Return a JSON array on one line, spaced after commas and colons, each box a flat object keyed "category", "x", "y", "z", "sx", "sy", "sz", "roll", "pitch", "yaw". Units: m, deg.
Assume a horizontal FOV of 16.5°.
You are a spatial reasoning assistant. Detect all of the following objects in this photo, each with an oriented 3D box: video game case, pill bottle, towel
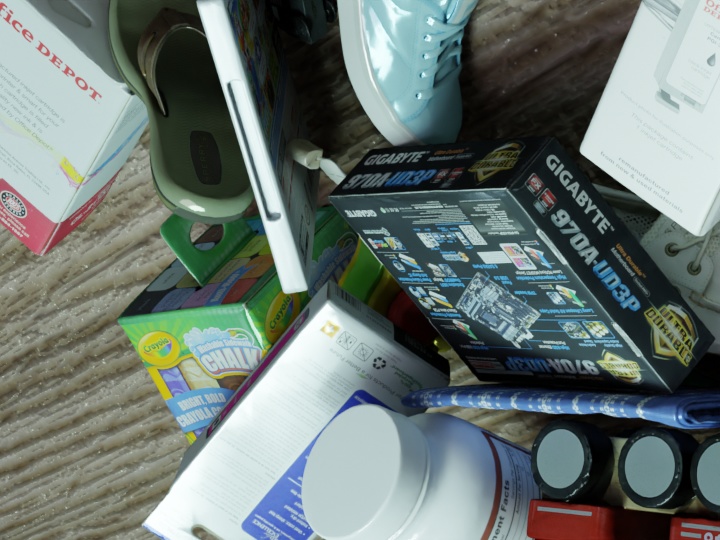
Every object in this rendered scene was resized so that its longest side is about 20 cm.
[{"category": "video game case", "x": -0.059, "y": -0.106, "z": 1.492, "sx": 0.018, "sy": 0.143, "sz": 0.200, "roll": -10, "pitch": 121, "yaw": 9}, {"category": "pill bottle", "x": 0.064, "y": 0.152, "z": 1.504, "sx": 0.200, "sy": 0.112, "sz": 0.112, "roll": 27, "pitch": 153, "yaw": -37}, {"category": "towel", "x": 0.145, "y": 0.080, "z": 1.452, "sx": 0.200, "sy": 0.145, "sz": 0.024, "roll": 0, "pitch": 89, "yaw": 40}]

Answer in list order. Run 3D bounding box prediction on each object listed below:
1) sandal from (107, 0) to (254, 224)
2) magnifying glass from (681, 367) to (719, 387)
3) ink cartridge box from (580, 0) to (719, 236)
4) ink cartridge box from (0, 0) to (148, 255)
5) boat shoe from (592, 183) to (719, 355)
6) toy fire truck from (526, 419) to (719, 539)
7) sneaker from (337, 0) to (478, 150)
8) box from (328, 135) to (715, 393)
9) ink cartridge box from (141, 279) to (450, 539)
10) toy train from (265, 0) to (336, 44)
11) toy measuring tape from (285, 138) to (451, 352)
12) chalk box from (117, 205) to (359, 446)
[{"category": "sandal", "x": -0.100, "y": -0.116, "z": 1.503, "sx": 0.057, "sy": 0.080, "sz": 0.201, "roll": 104, "pitch": 153, "yaw": -48}, {"category": "magnifying glass", "x": 0.256, "y": 0.066, "z": 1.463, "sx": 0.200, "sy": 0.022, "sz": 0.080, "roll": 29, "pitch": 137, "yaw": 20}, {"category": "ink cartridge box", "x": 0.205, "y": -0.137, "z": 1.231, "sx": 0.083, "sy": 0.146, "sz": 0.200, "roll": 37, "pitch": 139, "yaw": 16}, {"category": "ink cartridge box", "x": -0.212, "y": -0.127, "z": 1.636, "sx": 0.146, "sy": 0.083, "sz": 0.200, "roll": 42, "pitch": 140, "yaw": 3}, {"category": "boat shoe", "x": 0.181, "y": -0.008, "z": 1.420, "sx": 0.200, "sy": 0.071, "sz": 0.069, "roll": 17, "pitch": 135, "yaw": 30}, {"category": "toy fire truck", "x": 0.191, "y": 0.193, "z": 1.424, "sx": 0.176, "sy": 0.129, "sz": 0.200, "roll": 2, "pitch": 84, "yaw": 43}, {"category": "sneaker", "x": 0.036, "y": -0.150, "z": 1.419, "sx": 0.082, "sy": 0.074, "sz": 0.200, "roll": 9, "pitch": 130, "yaw": 37}, {"category": "box", "x": 0.088, "y": -0.002, "z": 1.421, "sx": 0.159, "sy": 0.046, "sz": 0.200, "roll": 50, "pitch": 158, "yaw": -20}, {"category": "ink cartridge box", "x": -0.041, "y": 0.108, "z": 1.540, "sx": 0.095, "sy": 0.037, "sz": 0.200, "roll": 35, "pitch": 108, "yaw": -15}, {"category": "toy train", "x": -0.051, "y": -0.225, "z": 1.461, "sx": 0.046, "sy": 0.034, "sz": 0.200, "roll": 25, "pitch": 139, "yaw": 39}, {"category": "toy measuring tape", "x": 0.000, "y": 0.000, "z": 1.532, "sx": 0.074, "sy": 0.074, "sz": 0.200, "roll": 2, "pitch": 149, "yaw": 39}, {"category": "chalk box", "x": -0.061, "y": 0.038, "z": 1.620, "sx": 0.124, "sy": 0.125, "sz": 0.200, "roll": -6, "pitch": 121, "yaw": 42}]
